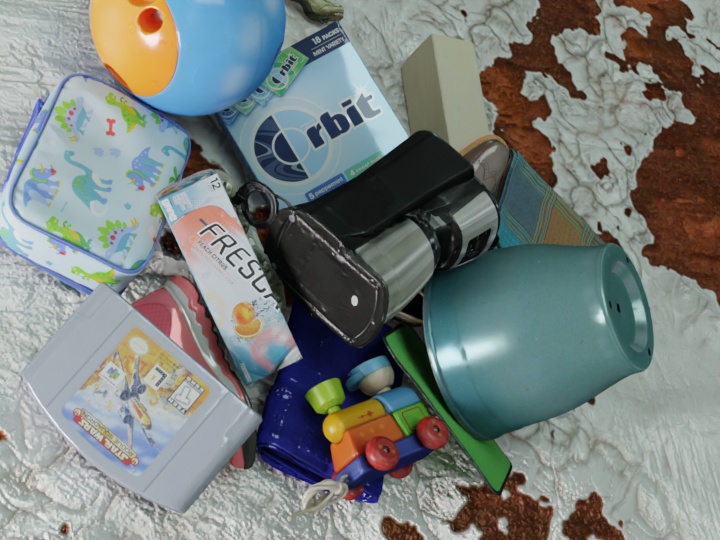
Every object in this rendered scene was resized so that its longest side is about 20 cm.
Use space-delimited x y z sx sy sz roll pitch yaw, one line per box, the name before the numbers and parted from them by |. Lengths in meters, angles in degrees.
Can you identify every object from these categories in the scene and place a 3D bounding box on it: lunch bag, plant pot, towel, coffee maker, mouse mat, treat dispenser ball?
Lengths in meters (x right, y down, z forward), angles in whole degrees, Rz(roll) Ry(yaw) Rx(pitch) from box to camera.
lunch bag | -0.265 -0.087 1.330 0.160 0.082 0.201 27 54 -18
plant pot | 0.195 0.060 1.401 0.200 0.187 0.201 36 46 -49
towel | 0.221 -0.033 1.584 0.200 0.022 0.147 39 50 -30
coffee maker | 0.015 -0.054 1.332 0.200 0.135 0.193 -36 94 -39
mouse mat | 0.093 0.141 1.419 0.200 0.008 0.161 53 11 4
treat dispenser ball | -0.176 -0.259 1.379 0.200 0.201 0.202 15 58 -25
towel | -0.030 0.128 1.390 0.147 0.049 0.201 31 52 -23

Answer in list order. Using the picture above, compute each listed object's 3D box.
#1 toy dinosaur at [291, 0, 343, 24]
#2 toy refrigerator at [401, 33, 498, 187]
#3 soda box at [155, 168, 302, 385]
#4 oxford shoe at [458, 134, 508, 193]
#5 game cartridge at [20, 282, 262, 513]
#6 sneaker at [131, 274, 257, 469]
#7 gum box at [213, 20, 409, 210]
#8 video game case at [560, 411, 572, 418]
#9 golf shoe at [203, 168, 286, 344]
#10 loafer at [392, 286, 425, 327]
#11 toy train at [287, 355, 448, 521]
toy dinosaur | -0.089 -0.372 1.590 0.200 0.088 0.048 41 41 -7
toy refrigerator | 0.108 -0.175 1.616 0.070 0.076 0.201 7 61 -29
soda box | -0.127 0.005 1.298 0.063 0.068 0.201 -26 102 -6
oxford shoe | 0.111 -0.062 1.501 0.071 0.073 0.200 37 85 -30
game cartridge | -0.207 0.123 1.247 0.200 0.042 0.133 40 72 1
sneaker | -0.167 0.109 1.309 0.086 0.074 0.201 -24 81 -16
gum box | -0.048 -0.146 1.478 0.169 0.045 0.201 -30 82 -10
video game case | 0.197 0.046 1.589 0.200 0.022 0.183 39 51 -10
golf shoe | -0.124 -0.008 1.384 0.078 0.097 0.201 -14 98 -1
loafer | 0.000 0.000 1.415 0.199 0.063 0.072 28 90 -14
toy train | -0.018 0.156 1.301 0.199 0.085 0.116 -15 68 -42
